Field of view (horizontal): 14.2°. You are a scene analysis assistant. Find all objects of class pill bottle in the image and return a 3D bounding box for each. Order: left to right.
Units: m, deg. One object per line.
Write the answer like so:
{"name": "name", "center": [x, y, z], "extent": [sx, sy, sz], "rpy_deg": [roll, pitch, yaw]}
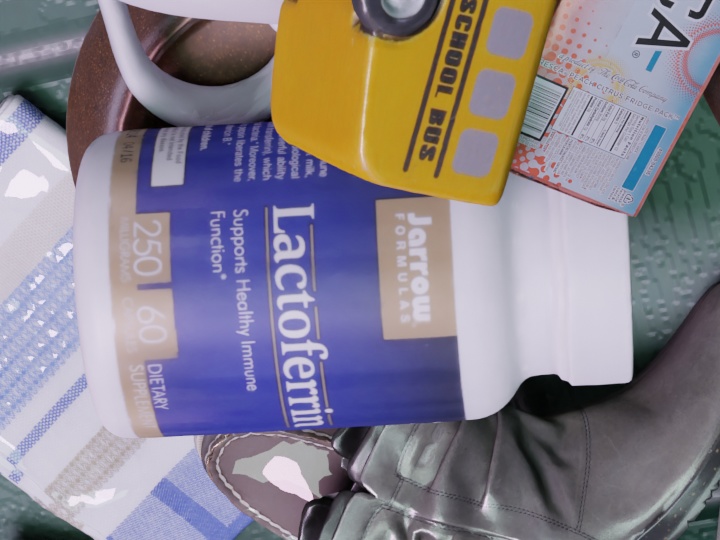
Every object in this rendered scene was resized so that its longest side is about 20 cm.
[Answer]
{"name": "pill bottle", "center": [0.000, 0.000, 1.073], "extent": [0.199, 0.116, 0.116], "rpy_deg": [-4, 115, 4]}

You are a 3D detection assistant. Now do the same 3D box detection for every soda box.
{"name": "soda box", "center": [0.104, -0.123, 0.969], "extent": [0.063, 0.068, 0.200], "rpy_deg": [21, 110, -18]}

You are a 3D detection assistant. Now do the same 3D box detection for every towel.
{"name": "towel", "center": [-0.111, 0.033, 1.206], "extent": [0.200, 0.024, 0.147], "rpy_deg": [38, 113, -12]}

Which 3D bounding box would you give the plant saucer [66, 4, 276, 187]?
{"name": "plant saucer", "center": [-0.018, -0.046, 1.134], "extent": [0.200, 0.035, 0.201], "rpy_deg": [1, 112, 3]}

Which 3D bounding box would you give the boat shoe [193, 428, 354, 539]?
{"name": "boat shoe", "center": [0.024, 0.108, 1.188], "extent": [0.200, 0.060, 0.072], "rpy_deg": [26, 117, -12]}

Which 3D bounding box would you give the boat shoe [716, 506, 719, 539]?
{"name": "boat shoe", "center": [0.187, 0.137, 1.191], "extent": [0.071, 0.070, 0.201], "rpy_deg": [-3, 116, -9]}

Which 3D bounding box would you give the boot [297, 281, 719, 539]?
{"name": "boot", "center": [0.067, 0.067, 1.131], "extent": [0.130, 0.068, 0.200], "rpy_deg": [32, 89, -9]}

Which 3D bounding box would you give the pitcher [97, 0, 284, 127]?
{"name": "pitcher", "center": [-0.060, -0.125, 1.009], "extent": [0.171, 0.121, 0.200], "rpy_deg": [-36, 137, 28]}

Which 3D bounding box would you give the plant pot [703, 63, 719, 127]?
{"name": "plant pot", "center": [0.194, -0.078, 1.003], "extent": [0.186, 0.200, 0.187], "rpy_deg": [4, 117, 8]}

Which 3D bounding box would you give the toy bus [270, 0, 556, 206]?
{"name": "toy bus", "center": [0.029, -0.127, 0.928], "extent": [0.078, 0.065, 0.201], "rpy_deg": [10, 100, -32]}
